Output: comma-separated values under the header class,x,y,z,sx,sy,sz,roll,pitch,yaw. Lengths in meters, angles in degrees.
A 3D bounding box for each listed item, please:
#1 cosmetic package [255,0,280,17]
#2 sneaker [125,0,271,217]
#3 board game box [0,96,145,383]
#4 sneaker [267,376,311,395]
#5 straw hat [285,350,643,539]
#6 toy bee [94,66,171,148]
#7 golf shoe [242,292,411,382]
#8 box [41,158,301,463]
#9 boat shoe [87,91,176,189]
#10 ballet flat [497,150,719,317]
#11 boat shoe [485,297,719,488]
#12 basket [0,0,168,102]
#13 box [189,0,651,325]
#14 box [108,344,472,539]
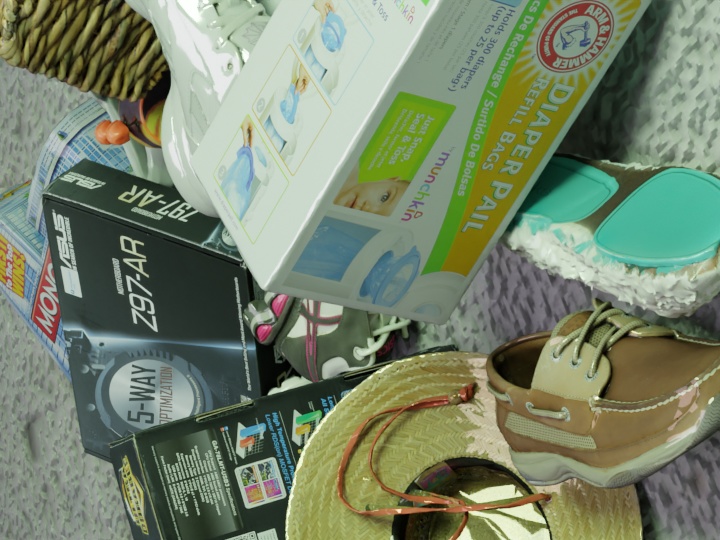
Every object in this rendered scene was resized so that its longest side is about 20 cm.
class,x,y,z,sx,sy,sz,roll,pitch,yaw
cosmetic package,-0.002,-0.143,1.393,0.200,0.074,0.102,52,147,42
sneaker,-0.069,-0.129,1.396,0.099,0.075,0.201,-5,105,52
board game box,-0.177,-0.007,1.763,0.200,0.062,0.201,43,145,17
sneaker,-0.064,0.154,1.583,0.201,0.077,0.080,-59,34,13
straw hat,0.064,0.144,1.385,0.202,0.200,0.085,62,-169,26
toy bee,-0.104,-0.115,1.577,0.131,0.108,0.201,-40,67,60
golf shoe,0.000,0.000,1.485,0.088,0.077,0.200,48,152,15
box,-0.109,0.045,1.646,0.159,0.043,0.201,19,131,31
boat shoe,-0.144,-0.133,1.695,0.201,0.066,0.074,58,149,33
ballet flat,0.127,-0.013,1.225,0.200,0.071,0.072,24,124,61
boat shoe,0.112,0.053,1.242,0.072,0.076,0.200,58,153,-7
basket,-0.150,-0.220,1.493,0.200,0.142,0.149,-53,50,21
box,0.026,-0.089,1.234,0.201,0.112,0.102,-59,41,26
box,-0.012,0.159,1.428,0.050,0.197,0.201,-26,80,62
